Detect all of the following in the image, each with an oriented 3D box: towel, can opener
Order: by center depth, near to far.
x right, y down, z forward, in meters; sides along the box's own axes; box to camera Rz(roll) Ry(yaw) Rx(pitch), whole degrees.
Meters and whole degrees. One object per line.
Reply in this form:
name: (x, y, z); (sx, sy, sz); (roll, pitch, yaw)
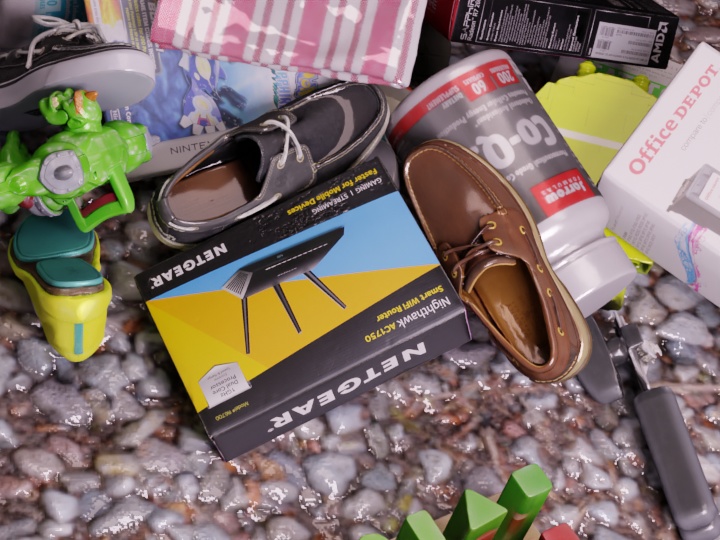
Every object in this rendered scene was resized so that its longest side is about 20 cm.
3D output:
towel: (-0.047, -0.220, 1.538); (0.200, 0.030, 0.147); (10, 83, 4)
can opener: (0.214, 0.116, 1.555); (0.066, 0.053, 0.200); (-26, 54, 6)

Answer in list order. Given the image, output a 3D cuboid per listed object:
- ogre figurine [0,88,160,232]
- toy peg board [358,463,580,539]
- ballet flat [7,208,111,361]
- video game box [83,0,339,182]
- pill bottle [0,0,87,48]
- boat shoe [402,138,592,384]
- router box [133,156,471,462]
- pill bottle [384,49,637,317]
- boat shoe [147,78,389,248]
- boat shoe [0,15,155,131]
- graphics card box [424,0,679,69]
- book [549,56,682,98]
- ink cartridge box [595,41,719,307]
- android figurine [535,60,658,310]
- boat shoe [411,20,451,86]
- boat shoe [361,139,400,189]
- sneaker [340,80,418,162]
ogre figurine: (-0.223, -0.073, 1.491); (0.120, 0.200, 0.098); (-10, 80, 23)
toy peg board: (0.083, 0.237, 1.370); (0.200, 0.098, 0.199); (-19, 59, -30)
ballet flat: (-0.212, 0.013, 1.475); (0.067, 0.067, 0.200); (-6, 18, -12)
video game box: (-0.113, -0.179, 1.586); (0.182, 0.047, 0.200); (-11, 90, -1)
pill bottle: (-0.203, -0.239, 1.672); (0.200, 0.111, 0.111); (-7, 53, -22)
boat shoe: (0.093, -0.009, 1.474); (0.200, 0.072, 0.068); (58, 15, 9)
router box: (-0.041, 0.026, 1.487); (0.200, 0.051, 0.149); (-27, 60, -4)
pill bottle: (0.115, -0.055, 1.564); (0.114, 0.114, 0.200); (-25, 75, -33)
boat shoe: (-0.062, -0.081, 1.520); (0.200, 0.068, 0.072); (-30, 80, -13)
boat shoe: (-0.218, -0.152, 1.541); (0.074, 0.199, 0.068); (11, 77, -34)
graphics card box: (0.147, -0.215, 1.716); (0.200, 0.051, 0.125); (4, 20, -20)
book: (0.207, -0.105, 1.740); (0.133, 0.048, 0.200); (22, 51, 3)
ink cartridge box: (0.295, -0.054, 1.583); (0.200, 0.086, 0.148); (36, 72, 8)
android figurine: (0.182, -0.072, 1.651); (0.182, 0.041, 0.200); (12, 72, 1)
boat shoe: (-0.022, -0.186, 1.711); (0.200, 0.076, 0.074); (-1, 25, -30)
boat shoe: (0.000, 0.000, 1.561); (0.073, 0.065, 0.200); (7, 65, 17)
sneaker: (0.014, -0.112, 1.671); (0.200, 0.093, 0.070); (25, 7, -28)
